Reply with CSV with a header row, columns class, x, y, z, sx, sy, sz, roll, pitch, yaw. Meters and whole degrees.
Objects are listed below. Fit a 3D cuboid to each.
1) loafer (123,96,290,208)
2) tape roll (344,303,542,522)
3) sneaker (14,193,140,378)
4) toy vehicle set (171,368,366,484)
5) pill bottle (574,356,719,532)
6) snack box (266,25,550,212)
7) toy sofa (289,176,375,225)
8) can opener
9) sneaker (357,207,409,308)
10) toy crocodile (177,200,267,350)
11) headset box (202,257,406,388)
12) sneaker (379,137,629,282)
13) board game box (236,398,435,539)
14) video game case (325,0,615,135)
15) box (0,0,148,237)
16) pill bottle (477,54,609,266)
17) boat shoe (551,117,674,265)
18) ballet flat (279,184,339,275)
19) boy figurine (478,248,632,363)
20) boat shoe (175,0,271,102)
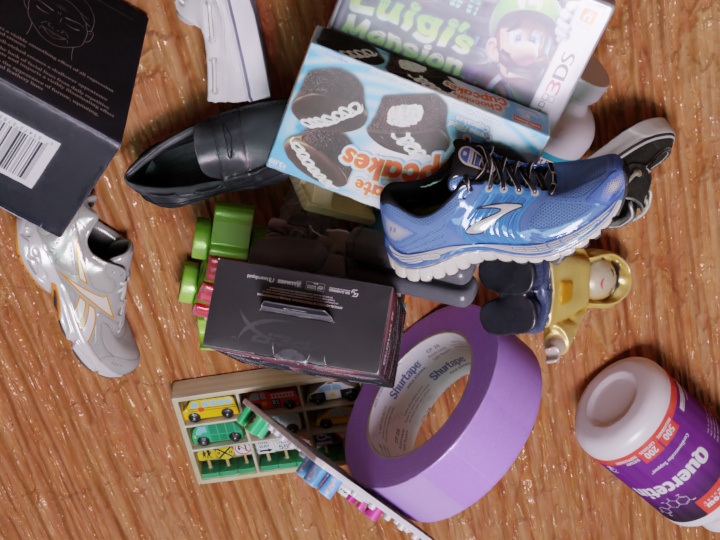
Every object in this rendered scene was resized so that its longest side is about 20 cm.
class,x,y,z,sx,sy,sz,roll,pitch,yaw
loafer,-0.115,-0.100,1.244,0.199,0.069,0.070,-18,169,29
tape roll,0.076,0.132,1.371,0.199,0.201,0.065,-38,120,25
sneaker,-0.242,0.016,1.359,0.091,0.076,0.201,-20,127,8
toy vehicle set,-0.084,0.155,1.495,0.197,0.027,0.125,-9,127,5
pill bottle,0.315,0.183,1.471,0.112,0.113,0.199,-38,119,25
snack box,0.037,-0.102,1.147,0.198,0.037,0.117,20,124,-6
toy sofa,0.015,-0.144,1.245,0.082,0.098,0.201,11,130,-38
can opener,0.000,0.000,1.253,0.198,0.067,0.054,13,136,21
sneaker,0.018,0.024,1.349,0.070,0.081,0.201,10,135,-10
toy crocodile,-0.128,0.004,1.340,0.067,0.062,0.201,11,145,-10
headset box,-0.043,0.046,1.220,0.147,0.200,0.076,9,83,7
sneaker,0.105,-0.055,1.100,0.197,0.079,0.090,-14,124,14
board game box,-0.015,0.211,1.408,0.199,0.200,0.026,39,84,-27
video game case,0.071,-0.168,1.135,0.198,0.023,0.183,21,122,-6
box,-0.264,-0.151,1.147,0.147,0.201,0.107,28,123,-20
pill bottle,0.125,-0.107,1.247,0.110,0.111,0.201,27,122,-20
boat shoe,0.212,-0.065,1.244,0.064,0.199,0.071,48,147,15
ballet flat,-0.061,0.010,1.360,0.071,0.072,0.202,3,127,-3
boy figurine,0.178,0.020,1.309,0.064,0.199,0.126,0,92,37
boat shoe,-0.119,-0.219,1.179,0.064,0.074,0.202,-10,126,1
